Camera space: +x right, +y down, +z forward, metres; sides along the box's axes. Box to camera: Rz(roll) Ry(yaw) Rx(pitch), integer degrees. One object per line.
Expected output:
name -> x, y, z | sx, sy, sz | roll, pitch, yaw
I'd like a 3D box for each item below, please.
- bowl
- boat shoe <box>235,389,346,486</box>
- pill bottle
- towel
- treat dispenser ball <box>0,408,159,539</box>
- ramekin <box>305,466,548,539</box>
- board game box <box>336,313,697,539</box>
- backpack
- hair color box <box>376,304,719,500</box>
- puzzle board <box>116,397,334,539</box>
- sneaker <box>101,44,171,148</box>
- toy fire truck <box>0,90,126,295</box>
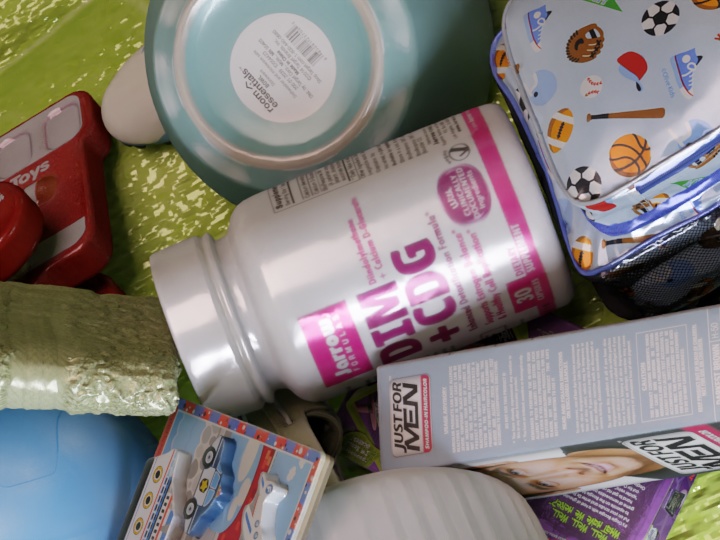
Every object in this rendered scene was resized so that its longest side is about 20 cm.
bowl -> -0.034, -0.118, 1.535 | 0.200, 0.105, 0.201 | 1, 97, 11
boat shoe -> -0.038, 0.095, 1.517 | 0.062, 0.072, 0.200 | -30, 38, 7
pill bottle -> 0.000, 0.000, 1.470 | 0.200, 0.113, 0.114 | -22, 63, 1
towel -> -0.165, 0.040, 1.484 | 0.148, 0.200, 0.037 | 5, 100, -9
treat dispenser ball -> -0.191, 0.150, 1.525 | 0.200, 0.201, 0.201 | -9, 70, 26
ramekin -> 0.015, 0.184, 1.409 | 0.200, 0.200, 0.098 | -31, 55, 17
board game box -> 0.085, 0.081, 1.500 | 0.200, 0.032, 0.120 | 26, 84, 33
backpack -> 0.173, -0.091, 1.439 | 0.190, 0.154, 0.200 | -25, 64, 10
hair color box -> 0.119, 0.069, 1.410 | 0.200, 0.099, 0.061 | -11, 71, 26
puzzle board -> -0.091, 0.167, 1.381 | 0.151, 0.017, 0.200 | 15, 83, 57
sneaker -> -0.074, -0.140, 1.634 | 0.200, 0.072, 0.072 | -32, 63, 17
toy fire truck -> -0.228, -0.005, 1.665 | 0.200, 0.112, 0.168 | -30, 38, 16
